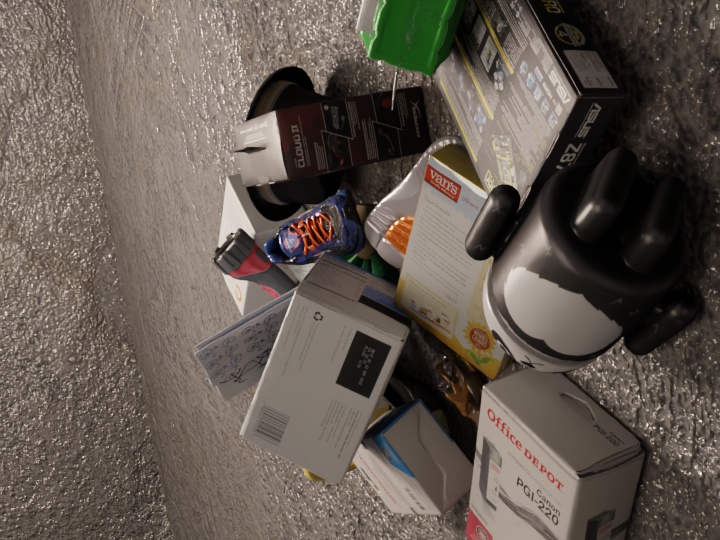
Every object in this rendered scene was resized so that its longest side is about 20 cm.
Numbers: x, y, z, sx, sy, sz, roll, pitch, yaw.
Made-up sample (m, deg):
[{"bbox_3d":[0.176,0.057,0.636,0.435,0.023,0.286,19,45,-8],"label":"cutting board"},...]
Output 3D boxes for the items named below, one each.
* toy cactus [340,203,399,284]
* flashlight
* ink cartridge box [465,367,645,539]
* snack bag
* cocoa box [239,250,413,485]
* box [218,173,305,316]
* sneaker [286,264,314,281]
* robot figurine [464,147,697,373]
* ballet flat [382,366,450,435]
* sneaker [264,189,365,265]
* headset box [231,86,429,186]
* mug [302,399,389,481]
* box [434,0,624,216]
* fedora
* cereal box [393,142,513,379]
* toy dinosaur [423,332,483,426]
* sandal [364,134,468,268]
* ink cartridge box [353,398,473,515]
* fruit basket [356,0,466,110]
[{"bbox_3d":[0.000,0.000,1.096,0.200,0.100,0.169,-156,65,-69],"label":"toy cactus"},{"bbox_3d":[-0.130,0.028,1.276,0.200,0.068,0.067,47,166,-21],"label":"flashlight"},{"bbox_3d":[0.178,0.215,0.824,0.146,0.083,0.203,43,138,49],"label":"ink cartridge box"},{"bbox_3d":[-0.128,0.104,1.176,0.022,0.187,0.201,53,164,24],"label":"snack bag"},{"bbox_3d":[-0.032,0.108,0.982,0.131,0.131,0.203,-60,-7,-66],"label":"cocoa box"},{"bbox_3d":[-0.159,-0.045,1.379,0.125,0.096,0.202,59,150,31],"label":"box"},{"bbox_3d":[-0.046,-0.024,1.205,0.081,0.070,0.201,56,155,10],"label":"sneaker"},{"bbox_3d":[0.172,-0.001,0.676,0.152,0.123,0.201,64,152,24],"label":"robot figurine"},{"bbox_3d":[0.046,0.161,1.099,0.199,0.056,0.068,38,135,47],"label":"ballet flat"},{"bbox_3d":[-0.057,-0.039,1.044,0.199,0.077,0.077,-31,79,61],"label":"sneaker"},{"bbox_3d":[-0.045,-0.147,0.968,0.148,0.197,0.077,5,108,64],"label":"headset box"},{"bbox_3d":[-0.052,0.189,1.211,0.189,0.151,0.150,68,153,16],"label":"mug"},{"bbox_3d":[0.133,-0.158,0.734,0.162,0.048,0.202,112,147,-49],"label":"box"},{"bbox_3d":[-0.071,-0.157,1.112,0.090,0.200,0.204,14,120,27],"label":"fedora"},{"bbox_3d":[0.111,-0.005,0.856,0.143,0.039,0.202,38,137,25],"label":"cereal box"},{"bbox_3d":[0.131,0.151,0.943,0.106,0.059,0.203,57,-170,-76],"label":"toy dinosaur"},{"bbox_3d":[0.077,-0.075,0.921,0.079,0.059,0.207,49,140,6],"label":"sandal"},{"bbox_3d":[0.055,0.233,1.053,0.117,0.068,0.200,52,159,3],"label":"ink cartridge box"},{"bbox_3d":[0.050,-0.275,0.775,0.202,0.092,0.187,-89,12,-47],"label":"fruit basket"}]
